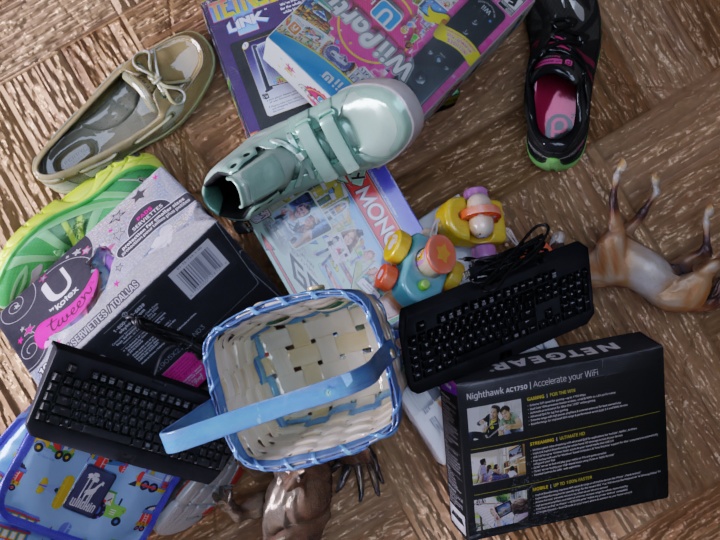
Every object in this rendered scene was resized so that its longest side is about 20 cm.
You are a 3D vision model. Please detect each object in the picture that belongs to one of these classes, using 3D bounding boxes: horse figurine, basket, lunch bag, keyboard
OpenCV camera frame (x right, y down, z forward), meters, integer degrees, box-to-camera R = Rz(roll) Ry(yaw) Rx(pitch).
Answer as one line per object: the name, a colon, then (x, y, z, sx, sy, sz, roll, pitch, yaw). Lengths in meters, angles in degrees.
horse figurine: (0.278, -0.015, 1.231, 0.199, 0.050, 0.133, 24, 97, -7)
basket: (-0.053, 0.091, 1.059, 0.175, 0.200, 0.140, -18, 98, 15)
lunch bag: (-0.253, 0.198, 1.116, 0.150, 0.094, 0.200, 27, 102, -34)
keyboard: (0.122, 0.030, 1.117, 0.199, 0.040, 0.105, -21, 108, -26)
keyboard: (-0.172, 0.099, 1.088, 0.199, 0.021, 0.128, 24, 81, -41)

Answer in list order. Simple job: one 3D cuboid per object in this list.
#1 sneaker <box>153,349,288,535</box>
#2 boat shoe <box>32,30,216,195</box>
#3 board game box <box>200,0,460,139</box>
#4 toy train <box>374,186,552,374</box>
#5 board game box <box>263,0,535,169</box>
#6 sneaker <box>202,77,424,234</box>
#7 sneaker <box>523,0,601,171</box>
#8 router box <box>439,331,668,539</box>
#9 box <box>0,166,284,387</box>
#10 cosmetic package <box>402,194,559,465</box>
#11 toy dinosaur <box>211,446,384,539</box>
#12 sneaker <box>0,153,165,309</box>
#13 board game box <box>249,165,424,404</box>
sneaker: (-0.141, 0.145, 1.202, 0.082, 0.077, 0.201, 30, 80, 22)
boat shoe: (-0.216, -0.147, 1.210, 0.200, 0.063, 0.073, -38, 88, -2)
board game box: (-0.029, -0.201, 1.231, 0.199, 0.057, 0.166, -20, 85, -4)
toy train: (0.110, 0.001, 1.154, 0.199, 0.056, 0.151, -26, 83, -34)
board game box: (0.034, -0.214, 1.169, 0.147, 0.064, 0.200, 43, 78, 0)
sneaker: (-0.043, -0.089, 1.088, 0.074, 0.200, 0.118, 60, 42, -15)
sneaker: (0.189, -0.195, 1.223, 0.076, 0.084, 0.201, -2, 85, 6)
router box: (0.176, 0.147, 1.179, 0.199, 0.051, 0.150, -9, 106, -14)
box: (-0.192, 0.033, 1.151, 0.200, 0.132, 0.115, -44, 45, -5)
cosmetic package: (0.082, 0.054, 1.220, 0.150, 0.052, 0.201, -34, 88, -7)
toy dinosaur: (-0.050, 0.206, 1.192, 0.086, 0.135, 0.201, 40, 110, 41)
sneaker: (-0.252, -0.026, 1.197, 0.200, 0.074, 0.084, -38, 84, -5)
board game box: (0.000, 0.000, 1.182, 0.134, 0.029, 0.201, -30, 85, -4)
